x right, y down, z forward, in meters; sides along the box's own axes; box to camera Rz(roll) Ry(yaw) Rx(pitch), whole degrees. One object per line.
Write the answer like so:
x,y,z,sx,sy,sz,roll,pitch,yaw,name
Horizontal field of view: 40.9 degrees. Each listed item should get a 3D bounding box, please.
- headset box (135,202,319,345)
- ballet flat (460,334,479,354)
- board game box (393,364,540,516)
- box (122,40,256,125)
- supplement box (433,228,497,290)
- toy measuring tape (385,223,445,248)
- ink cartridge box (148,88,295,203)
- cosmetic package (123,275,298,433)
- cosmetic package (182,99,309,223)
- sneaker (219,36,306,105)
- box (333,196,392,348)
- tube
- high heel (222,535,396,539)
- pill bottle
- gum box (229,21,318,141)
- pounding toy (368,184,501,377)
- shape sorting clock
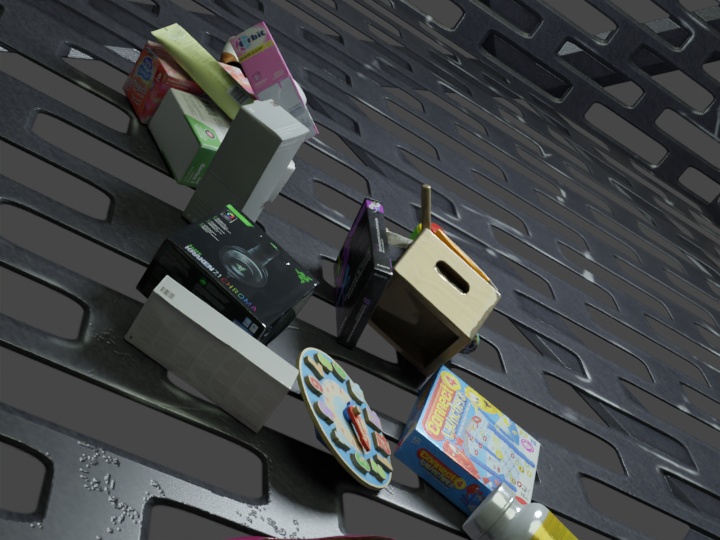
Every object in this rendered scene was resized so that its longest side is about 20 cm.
-0.169,0.018,1.291,0.174,0.093,0.200,42,26,4,headset box
0.112,0.068,1.607,0.201,0.073,0.071,47,27,26,ballet flat
0.158,0.256,1.380,0.195,0.056,0.200,39,26,-2,board game box
-0.284,-0.298,1.629,0.198,0.103,0.095,7,39,-48,box
0.168,0.008,1.688,0.126,0.074,0.200,45,4,12,supplement box
0.098,-0.062,1.792,0.197,0.074,0.074,16,33,-39,toy measuring tape
-0.224,-0.200,1.571,0.198,0.084,0.146,9,39,-46,ink cartridge box
-0.178,0.101,1.162,0.199,0.083,0.051,37,24,-6,cosmetic package
-0.170,-0.145,1.424,0.090,0.201,0.107,40,27,6,cosmetic package
-0.199,-0.367,1.913,0.199,0.072,0.086,35,56,-21,sneaker
0.000,0.000,1.479,0.035,0.145,0.202,17,31,-16,box
-0.247,-0.320,1.555,0.200,0.052,0.058,46,-8,-1,tube
-0.056,0.293,0.998,0.197,0.096,0.068,25,29,-26,high heel
0.227,0.370,1.224,0.200,0.113,0.112,44,27,11,pill bottle
-0.138,-0.296,1.587,0.115,0.065,0.200,63,1,24,gum box
0.101,0.018,1.476,0.199,0.184,0.143,42,55,0,pounding toy
-0.018,0.186,1.231,0.202,0.039,0.201,56,12,-18,shape sorting clock
